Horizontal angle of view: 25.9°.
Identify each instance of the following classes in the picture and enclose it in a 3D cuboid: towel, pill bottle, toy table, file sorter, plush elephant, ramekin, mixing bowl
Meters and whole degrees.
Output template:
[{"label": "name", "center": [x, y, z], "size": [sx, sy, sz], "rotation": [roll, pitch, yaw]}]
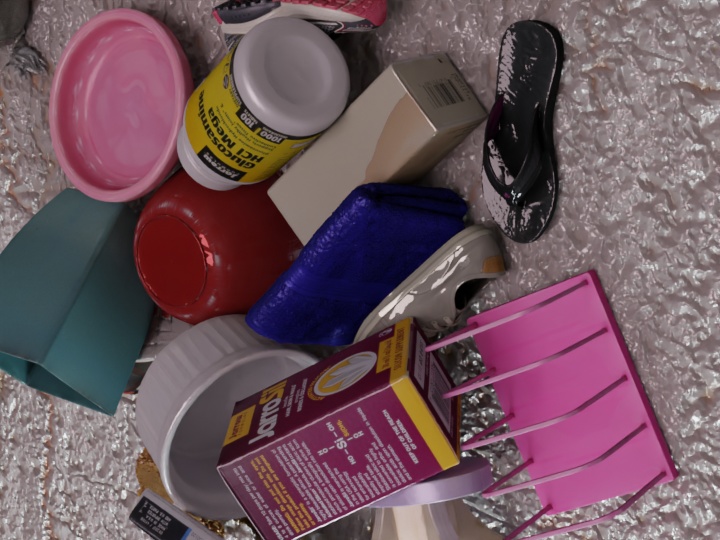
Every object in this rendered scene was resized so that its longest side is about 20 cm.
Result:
[{"label": "towel", "center": [0.000, 0.000, 1.464], "size": [0.200, 0.147, 0.050], "rotation": [-49, 57, 34]}, {"label": "pill bottle", "center": [-0.100, -0.148, 1.474], "size": [0.113, 0.112, 0.200], "rotation": [63, 148, 5]}, {"label": "toy table", "center": [0.059, 0.246, 1.480], "size": [0.200, 0.183, 0.118], "rotation": [172, 87, -78]}, {"label": "file sorter", "center": [0.163, 0.126, 1.387], "size": [0.139, 0.125, 0.201], "rotation": [-23, 89, 35]}, {"label": "plush elephant", "center": [-0.453, -0.285, 1.713], "size": [0.165, 0.155, 0.201], "rotation": [-35, 81, 38]}, {"label": "ramekin", "center": [-0.128, 0.141, 1.569], "size": [0.098, 0.200, 0.201], "rotation": [42, 127, 46]}, {"label": "mixing bowl", "center": [-0.160, -0.021, 1.604], "size": [0.200, 0.108, 0.201], "rotation": [12, 110, 35]}]

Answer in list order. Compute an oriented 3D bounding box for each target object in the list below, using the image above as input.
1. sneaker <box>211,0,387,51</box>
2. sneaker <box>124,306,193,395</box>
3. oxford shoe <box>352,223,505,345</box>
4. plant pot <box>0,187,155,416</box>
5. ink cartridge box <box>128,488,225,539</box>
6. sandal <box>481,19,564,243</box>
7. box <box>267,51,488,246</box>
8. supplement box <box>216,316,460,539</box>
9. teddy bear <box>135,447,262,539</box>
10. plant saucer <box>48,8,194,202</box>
[{"label": "sneaker", "center": [-0.050, -0.234, 1.486], "size": [0.199, 0.081, 0.075], "rotation": [2, 119, 44]}, {"label": "sneaker", "center": [-0.256, 0.098, 1.747], "size": [0.199, 0.077, 0.082], "rotation": [-9, 134, 28]}, {"label": "oxford shoe", "center": [0.063, 0.036, 1.475], "size": [0.200, 0.075, 0.058], "rotation": [-44, 72, 31]}, {"label": "plant pot", "center": [-0.306, 0.023, 1.666], "size": [0.141, 0.141, 0.201], "rotation": [14, 71, 33]}, {"label": "ink cartridge box", "center": [-0.117, 0.314, 1.580], "size": [0.198, 0.200, 0.043], "rotation": [27, 75, 33]}, {"label": "sandal", "center": [0.136, -0.121, 1.390], "size": [0.075, 0.048, 0.201], "rotation": [12, 109, 34]}, {"label": "box", "center": [0.014, -0.108, 1.458], "size": [0.200, 0.095, 0.078], "rotation": [-43, 77, 38]}, {"label": "supplement box", "center": [-0.016, 0.147, 1.432], "size": [0.199, 0.131, 0.103], "rotation": [-27, 109, 14]}, {"label": "teddy bear", "center": [-0.148, 0.233, 1.704], "size": [0.199, 0.067, 0.146], "rotation": [-5, 109, 31]}, {"label": "plant saucer", "center": [-0.243, -0.171, 1.636], "size": [0.200, 0.051, 0.202], "rotation": [-1, 88, 38]}]
